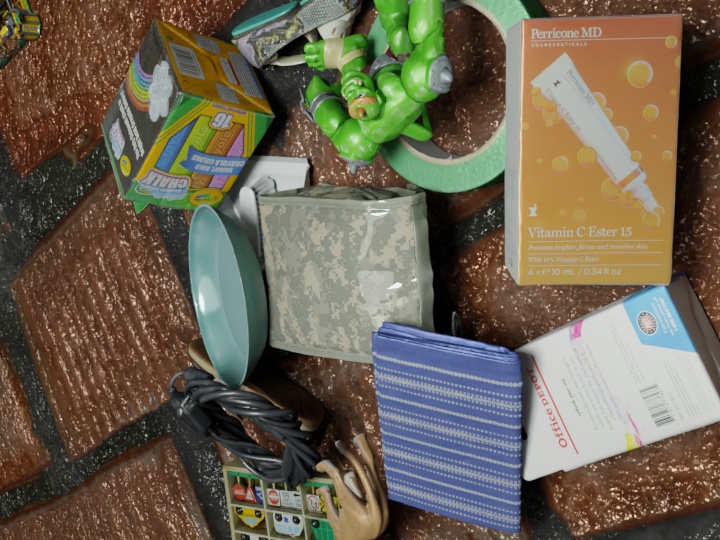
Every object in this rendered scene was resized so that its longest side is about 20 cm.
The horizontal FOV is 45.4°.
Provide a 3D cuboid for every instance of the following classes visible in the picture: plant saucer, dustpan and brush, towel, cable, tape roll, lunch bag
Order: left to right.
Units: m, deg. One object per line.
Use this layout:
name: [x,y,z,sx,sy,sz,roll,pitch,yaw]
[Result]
plant saucer: [-0.143,0.026,0.947,0.199,0.035,0.205,35,129,57]
dustpan and brush: [-0.120,-0.026,0.990,0.137,0.057,0.205,8,106,36]
cable: [-0.113,0.176,0.948,0.160,0.051,0.201,-1,138,35]
lunch bag: [0.000,0.000,0.865,0.197,0.116,0.168,8,106,44]
towel: [0.082,0.147,0.798,0.142,0.024,0.204,9,121,26]
tape roll: [0.090,-0.177,0.810,0.197,0.048,0.205,9,105,35]

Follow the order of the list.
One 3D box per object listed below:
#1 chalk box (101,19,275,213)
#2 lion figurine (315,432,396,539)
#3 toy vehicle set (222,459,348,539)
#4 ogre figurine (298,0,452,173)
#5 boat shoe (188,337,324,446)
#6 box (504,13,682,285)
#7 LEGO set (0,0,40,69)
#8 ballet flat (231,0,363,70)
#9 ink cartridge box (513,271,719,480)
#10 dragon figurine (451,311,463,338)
chalk box: [-0.207,-0.152,0.974,0.201,0.122,0.126,-50,51,34]
lion figurine: [0.001,0.260,0.900,0.201,0.071,0.124,84,161,-60]
toy vehicle set: [-0.084,0.303,1.049,0.197,0.026,0.127,-4,96,37]
ogre figurine: [0.020,-0.178,0.779,0.198,0.098,0.122,-29,64,22]
boat shoe: [-0.133,0.151,1.031,0.198,0.072,0.073,29,117,21]
box: [0.182,-0.096,0.696,0.121,0.098,0.205,-1,100,4]
LEGO set: [-0.559,-0.355,1.220,0.197,0.115,0.157,-16,90,38]
ballet flat: [-0.049,-0.259,0.897,0.198,0.071,0.074,-15,90,38]
ink cartridge box: [0.213,0.097,0.758,0.198,0.067,0.117,-30,82,36]
dragon figurine: [0.113,0.140,0.848,0.098,0.058,0.204,23,113,31]
